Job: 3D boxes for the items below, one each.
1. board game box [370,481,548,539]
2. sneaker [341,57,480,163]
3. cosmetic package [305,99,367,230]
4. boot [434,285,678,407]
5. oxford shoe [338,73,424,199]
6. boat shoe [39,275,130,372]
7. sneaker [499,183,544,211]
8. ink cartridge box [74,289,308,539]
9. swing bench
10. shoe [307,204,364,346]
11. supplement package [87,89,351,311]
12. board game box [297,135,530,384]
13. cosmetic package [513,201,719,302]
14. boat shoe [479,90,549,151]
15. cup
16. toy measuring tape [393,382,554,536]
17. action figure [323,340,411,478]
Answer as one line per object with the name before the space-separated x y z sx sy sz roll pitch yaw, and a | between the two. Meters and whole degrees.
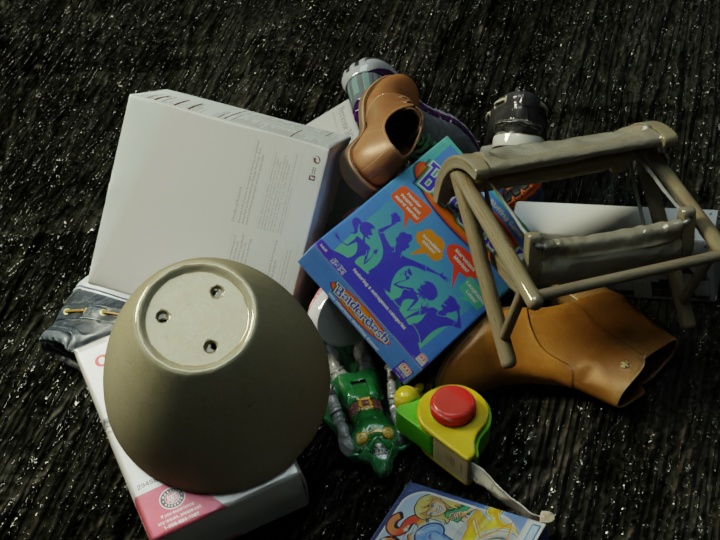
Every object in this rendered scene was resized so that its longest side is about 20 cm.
board game box | 0.053 0.271 1.334 0.135 0.035 0.200 13 46 28
sneaker | 0.055 -0.137 1.723 0.074 0.200 0.088 -36 36 29
cosmetic package | -0.071 -0.083 1.715 0.199 0.071 0.102 -30 36 10
boot | 0.182 0.087 1.496 0.201 0.071 0.144 -35 50 -19
oxford shoe | 0.038 -0.144 1.592 0.071 0.071 0.200 -38 20 30
boat shoe | -0.227 0.073 1.633 0.200 0.071 0.091 14 55 32
sneaker | 0.110 -0.032 1.657 0.200 0.079 0.075 -33 45 3
ink cartridge box | -0.151 0.138 1.450 0.145 0.085 0.201 -24 63 -8
swing bench | 0.195 -0.042 1.455 0.198 0.130 0.201 -12 62 -16
shoe | 0.000 0.000 1.579 0.091 0.072 0.200 13 45 45
supplement package | -0.135 -0.061 1.592 0.199 0.192 0.147 16 11 5
board game box | 0.062 -0.013 1.521 0.152 0.045 0.200 48 56 2
cosmetic package | 0.249 -0.018 1.591 0.199 0.083 0.051 3 41 20
boat shoe | 0.163 -0.149 1.707 0.073 0.061 0.200 6 -1 6
cup | -0.129 0.069 1.357 0.199 0.143 0.201 -1 65 3
toy measuring tape | 0.110 0.156 1.439 0.073 0.074 0.200 -37 55 -27
action figure | 0.001 0.118 1.523 0.118 0.055 0.200 -14 43 -6
